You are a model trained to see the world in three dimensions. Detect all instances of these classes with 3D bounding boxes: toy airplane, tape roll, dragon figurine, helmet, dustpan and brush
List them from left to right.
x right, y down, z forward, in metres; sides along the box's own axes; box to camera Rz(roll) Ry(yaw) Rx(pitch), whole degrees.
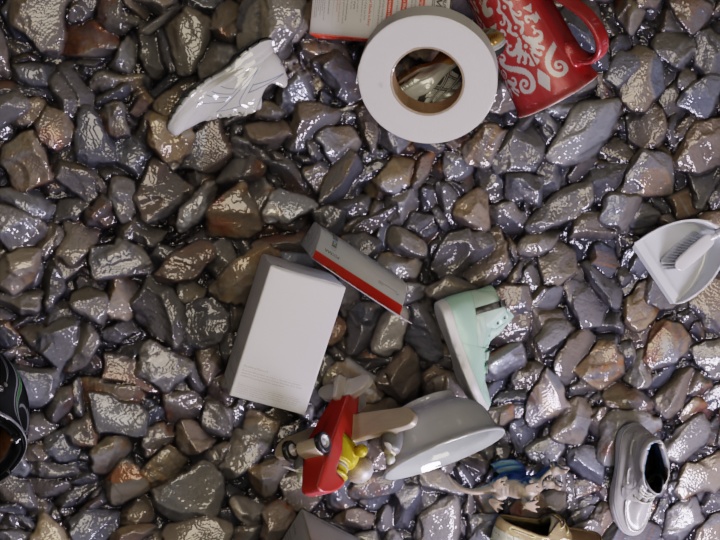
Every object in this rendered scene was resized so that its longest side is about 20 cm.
[{"bbox_3d":[-0.556,0.185,1.334,0.199,0.191,0.200,-20,136,-21],"label":"helmet"},{"bbox_3d":[-0.025,0.254,1.462,0.199,0.200,0.141,-36,109,-12],"label":"toy airplane"},{"bbox_3d":[0.096,-0.277,1.386,0.202,0.037,0.203,5,128,7],"label":"tape roll"},{"bbox_3d":[0.245,0.349,1.595,0.199,0.099,0.059,-1,101,8],"label":"dragon figurine"},{"bbox_3d":[0.568,-0.049,1.599,0.200,0.057,0.140,-39,104,-4],"label":"dustpan and brush"}]

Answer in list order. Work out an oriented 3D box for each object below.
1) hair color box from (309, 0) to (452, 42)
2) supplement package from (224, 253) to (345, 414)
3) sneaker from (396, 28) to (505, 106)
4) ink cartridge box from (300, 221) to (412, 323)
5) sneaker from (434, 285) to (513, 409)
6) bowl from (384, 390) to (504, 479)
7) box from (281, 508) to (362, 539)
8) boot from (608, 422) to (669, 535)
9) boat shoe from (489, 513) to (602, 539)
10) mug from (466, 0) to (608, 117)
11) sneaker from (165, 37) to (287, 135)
[{"bbox_3d":[0.031,-0.381,1.405,0.199,0.061,0.102,7,98,6],"label":"hair color box"},{"bbox_3d":[-0.115,0.092,1.446,0.119,0.121,0.201,17,96,-13],"label":"supplement package"},{"bbox_3d":[0.138,-0.283,1.445,0.200,0.076,0.088,-26,116,27],"label":"sneaker"},{"bbox_3d":[0.000,0.000,1.415,0.160,0.200,0.047,33,92,-15],"label":"ink cartridge box"},{"bbox_3d":[0.202,0.123,1.543,0.118,0.074,0.201,-21,103,-10],"label":"sneaker"},{"bbox_3d":[0.115,0.247,1.506,0.200,0.201,0.091,-19,69,-8],"label":"bowl"},{"bbox_3d":[-0.042,0.512,1.489,0.199,0.200,0.172,31,94,-14],"label":"box"},{"bbox_3d":[0.470,0.363,1.626,0.073,0.096,0.201,-6,100,-11],"label":"boot"},{"bbox_3d":[0.316,0.442,1.617,0.199,0.074,0.067,4,103,-12],"label":"boat shoe"},{"bbox_3d":[0.268,-0.358,1.445,0.177,0.133,0.200,-26,100,25],"label":"mug"},{"bbox_3d":[-0.191,-0.252,1.403,0.200,0.075,0.087,-36,109,-4],"label":"sneaker"}]
